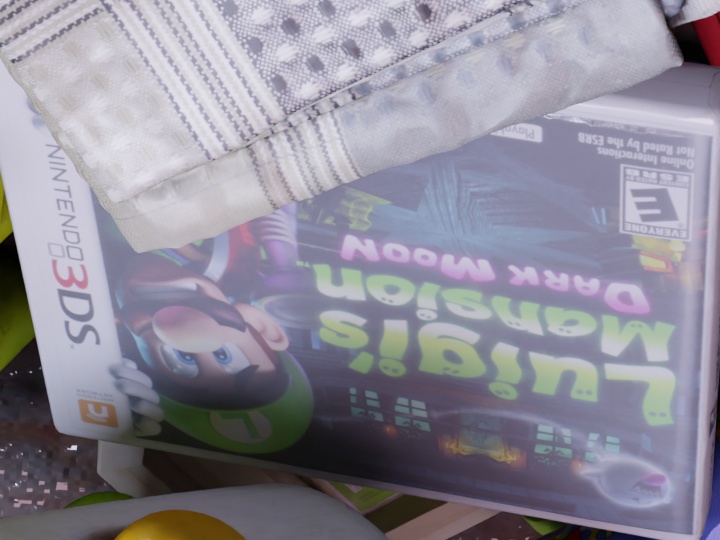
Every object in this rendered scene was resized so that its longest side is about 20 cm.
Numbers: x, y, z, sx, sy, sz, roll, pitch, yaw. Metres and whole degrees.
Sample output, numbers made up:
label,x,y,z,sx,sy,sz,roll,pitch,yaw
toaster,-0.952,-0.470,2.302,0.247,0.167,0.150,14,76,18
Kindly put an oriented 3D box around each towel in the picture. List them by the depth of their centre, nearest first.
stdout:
label,x,y,z,sx,sy,sz,roll,pitch,yaw
towel,-0.023,-0.101,0.656,0.192,0.035,0.200,-22,121,23

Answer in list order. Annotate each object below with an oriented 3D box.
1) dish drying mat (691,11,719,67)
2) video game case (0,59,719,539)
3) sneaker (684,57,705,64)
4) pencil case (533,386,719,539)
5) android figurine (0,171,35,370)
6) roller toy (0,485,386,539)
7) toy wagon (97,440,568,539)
label,x,y,z,sx,sy,sz,roll,pitch,yaw
dish drying mat,0.104,-0.113,0.768,0.077,0.018,0.200,-26,128,6
video game case,0.000,0.000,0.821,0.199,0.023,0.182,9,141,11
sneaker,0.048,-0.051,0.837,0.199,0.077,0.112,5,142,2
pencil case,0.133,0.053,0.910,0.078,0.087,0.200,39,106,-11
android figurine,-0.148,0.039,0.838,0.041,0.200,0.183,26,132,13
roller toy,-0.060,0.157,0.836,0.139,0.184,0.200,-5,179,-32
toy wagon,0.016,0.032,0.939,0.199,0.040,0.155,-30,127,22
